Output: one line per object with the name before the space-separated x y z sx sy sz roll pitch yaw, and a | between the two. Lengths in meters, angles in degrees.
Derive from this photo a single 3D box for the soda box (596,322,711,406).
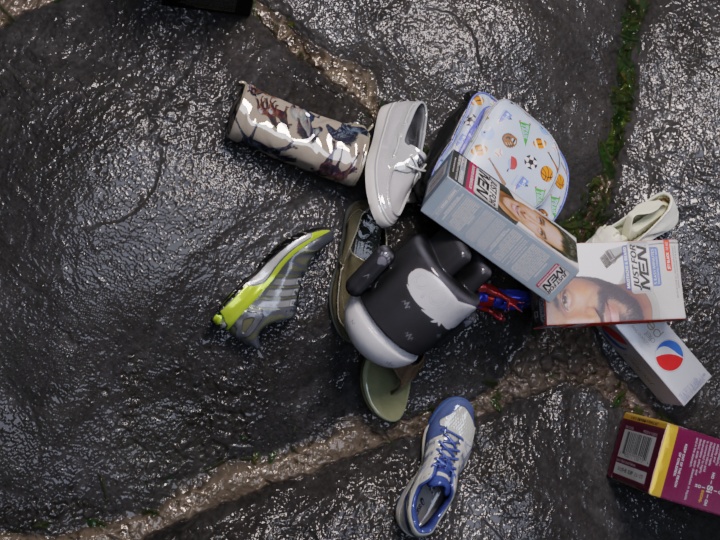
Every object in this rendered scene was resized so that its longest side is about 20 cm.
soda box | 0.408 0.100 1.349 0.064 0.068 0.200 -42 95 -11

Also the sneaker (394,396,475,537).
sneaker | 0.114 0.270 1.271 0.075 0.088 0.201 22 81 -7

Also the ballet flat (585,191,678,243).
ballet flat | 0.378 -0.052 1.350 0.200 0.069 0.070 -33 93 -14

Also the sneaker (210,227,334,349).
sneaker | -0.106 0.020 1.258 0.200 0.074 0.081 -44 102 -3

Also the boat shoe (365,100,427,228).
boat shoe | 0.057 -0.148 1.260 0.072 0.068 0.201 52 39 -41

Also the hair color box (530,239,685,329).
hair color box | 0.333 0.019 1.274 0.199 0.064 0.112 -3 83 -9

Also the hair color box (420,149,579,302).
hair color box | 0.175 -0.057 1.162 0.200 0.099 0.061 35 118 -8

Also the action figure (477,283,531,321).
action figure | 0.200 0.042 1.314 0.199 0.065 0.052 7 68 -11

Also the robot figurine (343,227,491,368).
robot figurine | 0.070 0.034 1.187 0.200 0.125 0.150 -43 86 19

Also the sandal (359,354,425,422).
sandal | 0.056 0.107 1.276 0.080 0.057 0.202 21 80 -27

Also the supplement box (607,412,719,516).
supplement box | 0.475 0.282 1.320 0.199 0.131 0.104 18 85 -9

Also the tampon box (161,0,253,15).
tampon box | -0.189 -0.436 1.198 0.126 0.200 0.151 4 87 -11

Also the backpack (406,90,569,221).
backpack | 0.193 -0.131 1.287 0.190 0.154 0.201 34 78 -18

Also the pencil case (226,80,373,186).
pencil case | -0.085 -0.187 1.266 0.199 0.078 0.090 20 69 -9

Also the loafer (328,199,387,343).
loafer | 0.000 0.000 1.274 0.075 0.070 0.201 3 86 -11
